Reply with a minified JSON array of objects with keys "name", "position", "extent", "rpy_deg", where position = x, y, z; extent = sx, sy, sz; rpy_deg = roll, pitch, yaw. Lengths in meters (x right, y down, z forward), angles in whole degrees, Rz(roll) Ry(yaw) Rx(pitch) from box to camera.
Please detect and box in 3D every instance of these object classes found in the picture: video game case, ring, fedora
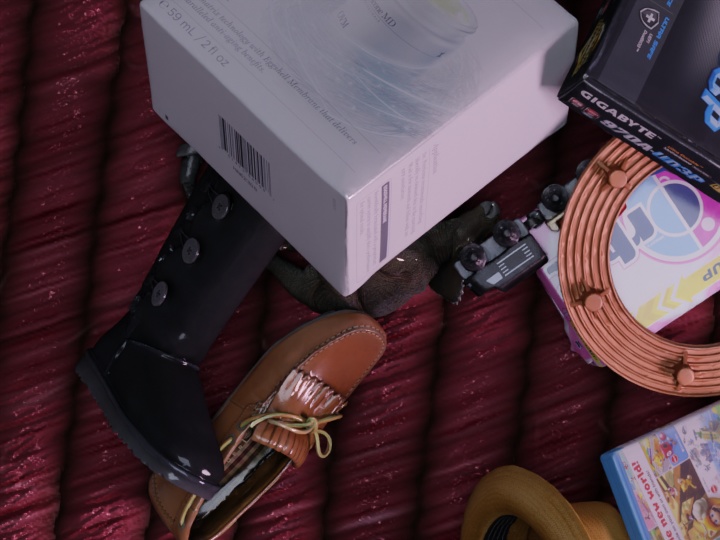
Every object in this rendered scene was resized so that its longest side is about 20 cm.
[{"name":"video game case","position":[0.264,0.154,1.531],"extent":[0.199,0.018,0.144],"rpy_deg":[-21,90,-29]},{"name":"ring","position":[0.227,-0.012,1.504],"extent":[0.199,0.019,0.202],"rpy_deg":[-2,106,-6]},{"name":"fedora","position":[0.142,0.219,1.529],"extent":[0.082,0.200,0.202],"rpy_deg":[-16,90,-28]}]

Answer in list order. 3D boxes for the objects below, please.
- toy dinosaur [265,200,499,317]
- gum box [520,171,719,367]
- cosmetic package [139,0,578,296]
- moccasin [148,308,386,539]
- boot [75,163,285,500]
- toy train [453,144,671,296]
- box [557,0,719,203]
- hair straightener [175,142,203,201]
[{"name":"toy dinosaur","position":[0.000,0.000,1.562],"extent":[0.199,0.077,0.102],"rpy_deg":[-22,123,16]},{"name":"gum box","position":[0.206,-0.032,1.557],"extent":[0.200,0.066,0.114],"rpy_deg":[-34,87,3]},{"name":"cosmetic package","position":[-0.001,-0.132,1.472],"extent":[0.200,0.123,0.199],"rpy_deg":[-38,66,-21]},{"name":"moccasin","position":[-0.058,0.108,1.558],"extent":[0.201,0.074,0.078],"rpy_deg":[-41,44,2]},{"name":"boot","position":[-0.094,0.029,1.531],"extent":[0.200,0.066,0.165],"rpy_deg":[-53,49,8]},{"name":"toy train","position":[0.150,-0.047,1.511],"extent":[0.200,0.034,0.046],"rpy_deg":[-36,89,3]},{"name":"box","position":[0.235,-0.153,1.462],"extent":[0.159,0.046,0.201],"rpy_deg":[32,69,-10]},{"name":"hair straightener","position":[-0.073,-0.131,1.583],"extent":[0.077,0.041,0.201],"rpy_deg":[18,91,3]}]
